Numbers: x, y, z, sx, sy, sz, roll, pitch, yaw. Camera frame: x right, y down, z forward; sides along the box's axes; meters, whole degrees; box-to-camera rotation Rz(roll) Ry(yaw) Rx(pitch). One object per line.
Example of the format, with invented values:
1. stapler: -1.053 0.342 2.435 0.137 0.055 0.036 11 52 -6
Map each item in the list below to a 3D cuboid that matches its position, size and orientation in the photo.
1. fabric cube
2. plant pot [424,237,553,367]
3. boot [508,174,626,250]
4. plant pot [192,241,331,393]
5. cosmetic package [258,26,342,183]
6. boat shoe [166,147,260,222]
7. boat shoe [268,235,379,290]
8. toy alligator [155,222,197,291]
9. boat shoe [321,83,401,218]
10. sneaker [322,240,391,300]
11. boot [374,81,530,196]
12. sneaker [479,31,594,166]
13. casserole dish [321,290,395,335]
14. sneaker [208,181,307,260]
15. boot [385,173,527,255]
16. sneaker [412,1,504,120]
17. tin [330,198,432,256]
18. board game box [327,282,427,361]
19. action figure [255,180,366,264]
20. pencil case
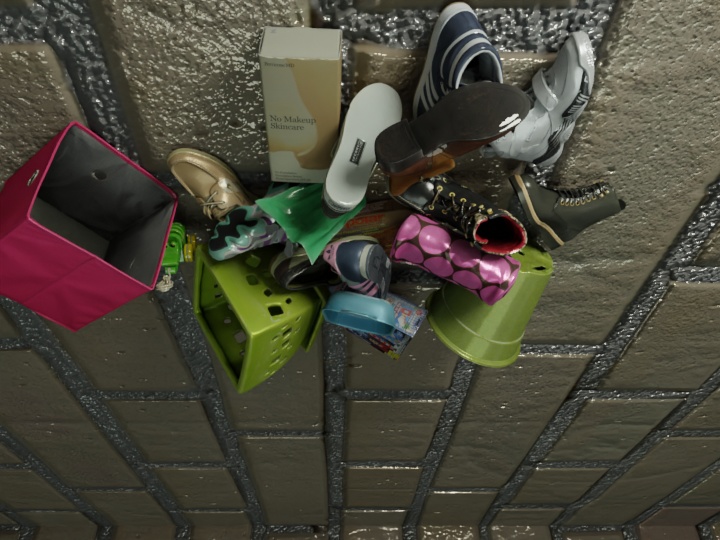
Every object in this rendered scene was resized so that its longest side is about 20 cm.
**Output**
1. fabric cube: -0.432 -0.060 0.849 0.198 0.198 0.200 -23 137 28
2. plant pot: 0.244 0.035 1.001 0.198 0.201 0.191 14 128 -17
3. boot: 0.330 -0.121 0.890 0.138 0.078 0.200 -28 147 24
4. plant pot: -0.169 0.060 0.980 0.180 0.200 0.201 -21 152 -33
5. cosmetic package: -0.077 -0.216 0.758 0.104 0.072 0.201 1 141 -1
6. boat shoe: -0.219 -0.115 0.886 0.071 0.065 0.200 -28 134 30
7. boat shoe: -0.048 -0.006 0.915 0.199 0.066 0.072 -11 140 -28
8. toy alligator: -0.303 -0.035 0.903 0.059 0.200 0.055 -4 116 -7
9. boat shoe: -0.006 -0.161 0.748 0.070 0.201 0.064 28 158 -10
10. sneaker: 0.000 0.000 0.876 0.081 0.071 0.200 11 162 15
11. boot: 0.116 -0.152 0.719 0.187 0.069 0.200 -27 171 7
12. sneaker: 0.230 -0.221 0.752 0.114 0.076 0.201 -1 144 -4
13. casserole dish: 0.000 0.071 0.922 0.120 0.039 0.200 13 168 3
14. sneaker: -0.132 -0.055 0.893 0.199 0.078 0.140 -38 138 -7
15. boot: 0.146 -0.091 0.843 0.199 0.151 0.074 21 107 -28
16. sneaker: 0.122 -0.220 0.719 0.069 0.109 0.201 -11 142 -14
17. tin: 0.028 -0.070 0.968 0.198 0.042 0.112 -9 144 9
18. board game box: 0.015 0.080 1.091 0.199 0.062 0.200 32 159 7
19. action figure: -0.052 -0.094 0.835 0.118 0.200 0.055 50 140 1
20. pencil case: 0.146 -0.014 0.887 0.199 0.091 0.094 26 118 7
